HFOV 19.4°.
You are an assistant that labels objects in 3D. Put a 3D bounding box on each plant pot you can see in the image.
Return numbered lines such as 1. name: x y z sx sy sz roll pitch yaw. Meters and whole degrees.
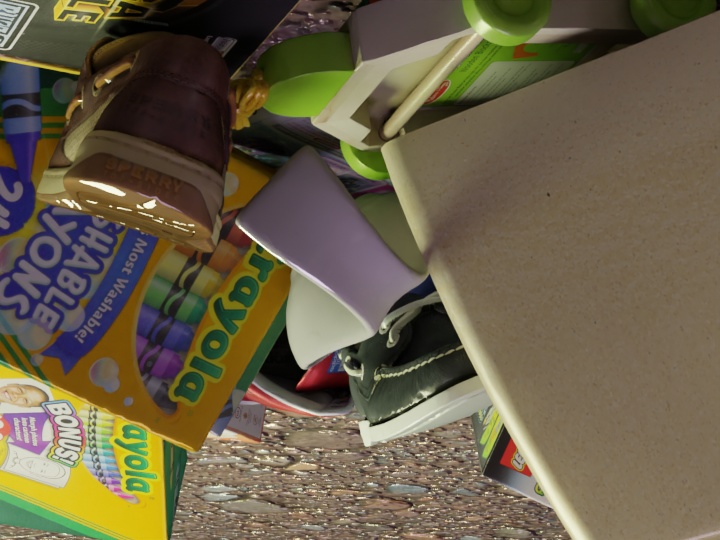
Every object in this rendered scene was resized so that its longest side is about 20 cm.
1. plant pot: 0.154 0.017 0.831 0.199 0.179 0.199 -20 164 26

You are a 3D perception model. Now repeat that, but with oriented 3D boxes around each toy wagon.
1. toy wagon: 0.040 -0.079 0.824 0.198 0.040 0.155 -1 163 -20

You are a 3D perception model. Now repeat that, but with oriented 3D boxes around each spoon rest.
1. spoon rest: 0.000 0.000 0.861 0.061 0.099 0.200 45 -178 12

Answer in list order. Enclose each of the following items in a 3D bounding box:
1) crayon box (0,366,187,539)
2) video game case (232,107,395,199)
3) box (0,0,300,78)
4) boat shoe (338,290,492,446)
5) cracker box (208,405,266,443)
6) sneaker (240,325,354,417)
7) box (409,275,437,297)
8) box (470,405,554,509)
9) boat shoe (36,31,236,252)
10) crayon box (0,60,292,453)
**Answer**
1. crayon box: -0.150 0.059 1.060 0.117 0.059 0.201 8 143 3
2. video game case: 0.004 -0.045 1.010 0.181 0.024 0.199 -13 157 40
3. box: -0.093 -0.128 0.735 0.158 0.050 0.200 11 160 -20
4. boat shoe: 0.026 0.040 0.937 0.075 0.061 0.200 -17 175 -15
5. cracker box: -0.154 0.053 1.224 0.133 0.058 0.200 4 167 26
6. sneaker: 0.011 0.039 1.118 0.198 0.072 0.112 -7 179 -17
7. box: 0.107 0.044 1.025 0.121 0.033 0.200 18 -168 -43
8. box: 0.109 0.082 1.023 0.109 0.035 0.200 25 -172 -3
9. boat shoe: -0.077 -0.052 0.776 0.071 0.073 0.200 17 176 -7
10. crayon box: -0.101 -0.007 0.916 0.199 0.126 0.052 27 -174 -31
